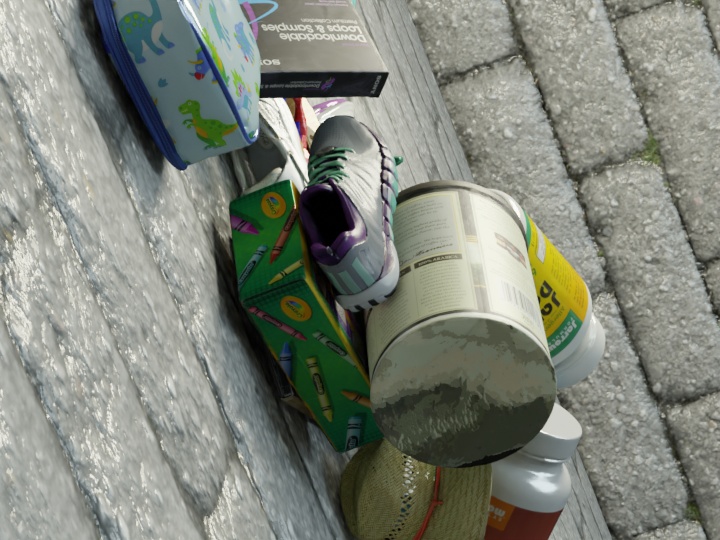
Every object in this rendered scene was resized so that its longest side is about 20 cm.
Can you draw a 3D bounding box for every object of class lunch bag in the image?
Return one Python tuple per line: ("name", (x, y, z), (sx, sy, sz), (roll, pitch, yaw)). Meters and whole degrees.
("lunch bag", (-0.138, -0.184, 1.493), (0.200, 0.082, 0.161), (-95, 163, -57))

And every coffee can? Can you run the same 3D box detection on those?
("coffee can", (0.074, 0.040, 1.593), (0.200, 0.146, 0.147), (-95, 162, -56))

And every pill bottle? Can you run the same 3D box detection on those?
("pill bottle", (0.142, 0.023, 1.797), (0.200, 0.113, 0.113), (46, 24, -42))
("pill bottle", (0.114, 0.207, 1.714), (0.112, 0.112, 0.200), (-81, -167, -71))

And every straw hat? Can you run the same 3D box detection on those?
("straw hat", (0.029, 0.187, 1.667), (0.085, 0.201, 0.201), (16, 40, -24))

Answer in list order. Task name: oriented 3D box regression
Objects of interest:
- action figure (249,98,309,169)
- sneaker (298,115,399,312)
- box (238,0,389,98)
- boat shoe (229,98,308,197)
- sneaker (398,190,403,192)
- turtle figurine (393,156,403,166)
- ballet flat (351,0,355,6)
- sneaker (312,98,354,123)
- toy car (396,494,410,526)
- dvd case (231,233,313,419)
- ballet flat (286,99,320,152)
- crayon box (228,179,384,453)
("action figure", (-0.086, -0.149, 1.783), (0.052, 0.065, 0.201), (125, -47, -59))
("sneaker", (-0.015, -0.066, 1.562), (0.088, 0.074, 0.200), (51, 20, -45))
("box", (-0.076, -0.225, 1.684), (0.200, 0.143, 0.036), (64, -36, 33))
("boat shoe", (-0.072, -0.066, 1.693), (0.069, 0.071, 0.200), (-1, 60, -60))
("sneaker", (0.035, -0.042, 1.902), (0.080, 0.200, 0.071), (66, 40, -69))
("turtle figurine", (0.000, 0.000, 1.769), (0.150, 0.100, 0.201), (-13, 99, -60))
("ballet flat", (-0.082, -0.204, 1.748), (0.200, 0.068, 0.068), (-33, 106, -44))
("sneaker", (-0.023, -0.118, 2.032), (0.200, 0.075, 0.100), (25, 45, -77))
("toy car", (0.066, 0.145, 1.876), (0.200, 0.184, 0.177), (43, 1, 18))
("dvd case", (-0.055, 0.058, 1.681), (0.200, 0.016, 0.149), (41, 29, -69))
("ballet flat", (-0.061, -0.081, 1.827), (0.072, 0.068, 0.201), (-18, 93, -61))
("crayon box", (-0.037, 0.039, 1.595), (0.119, 0.058, 0.200), (-100, 165, -47))
